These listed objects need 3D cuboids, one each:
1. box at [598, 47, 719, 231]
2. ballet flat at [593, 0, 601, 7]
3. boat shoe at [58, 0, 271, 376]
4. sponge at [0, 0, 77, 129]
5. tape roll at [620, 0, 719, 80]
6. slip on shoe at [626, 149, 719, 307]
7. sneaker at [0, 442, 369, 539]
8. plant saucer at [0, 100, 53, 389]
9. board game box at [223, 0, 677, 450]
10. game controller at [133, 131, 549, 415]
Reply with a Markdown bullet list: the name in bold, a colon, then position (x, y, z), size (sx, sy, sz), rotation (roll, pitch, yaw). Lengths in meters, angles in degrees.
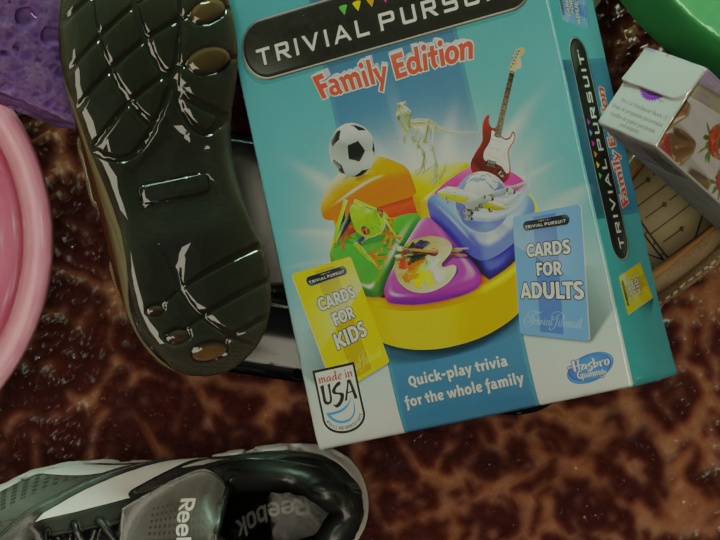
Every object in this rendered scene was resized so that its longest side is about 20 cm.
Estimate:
- **box**: position (0.174, -0.024, 1.254), size (0.200, 0.041, 0.039), rotation (37, 85, -39)
- **ballet flat**: position (0.014, -0.146, 1.303), size (0.199, 0.072, 0.072), rotation (17, 92, 0)
- **boat shoe**: position (-0.089, -0.053, 1.273), size (0.075, 0.074, 0.201), rotation (-7, 86, -14)
- **sponge**: position (-0.131, -0.171, 1.276), size (0.111, 0.030, 0.201), rotation (22, 82, -44)
- **tape roll**: position (0.189, -0.170, 1.244), size (0.199, 0.048, 0.202), rotation (2, 78, -9)
- **slip on shoe**: position (0.152, -0.049, 1.290), size (0.200, 0.061, 0.076), rotation (-40, 90, -10)
- **sneaker**: position (-0.088, 0.112, 1.283), size (0.199, 0.090, 0.067), rotation (-9, 91, -9)
- **plant saucer**: position (-0.232, -0.013, 1.320), size (0.199, 0.051, 0.202), rotation (0, 91, 1)
- **board game box**: position (0.034, -0.039, 1.245), size (0.150, 0.047, 0.201), rotation (-14, 88, 30)
- **game controller**: position (0.000, 0.000, 1.326), size (0.199, 0.042, 0.105), rotation (9, 78, 1)
